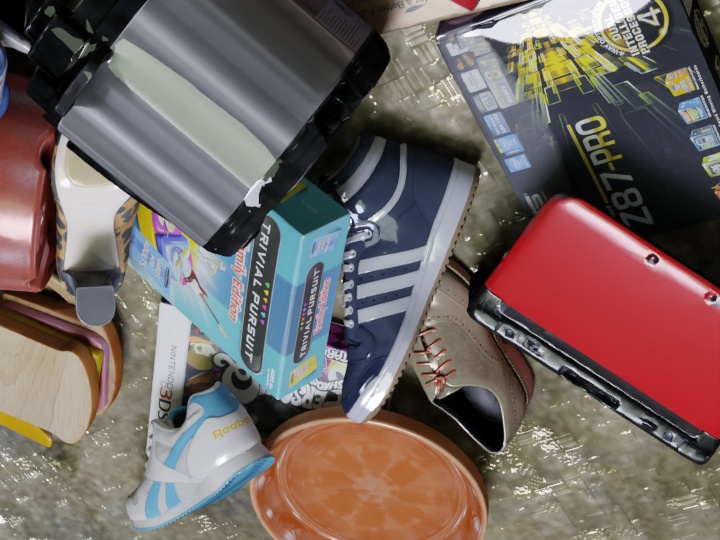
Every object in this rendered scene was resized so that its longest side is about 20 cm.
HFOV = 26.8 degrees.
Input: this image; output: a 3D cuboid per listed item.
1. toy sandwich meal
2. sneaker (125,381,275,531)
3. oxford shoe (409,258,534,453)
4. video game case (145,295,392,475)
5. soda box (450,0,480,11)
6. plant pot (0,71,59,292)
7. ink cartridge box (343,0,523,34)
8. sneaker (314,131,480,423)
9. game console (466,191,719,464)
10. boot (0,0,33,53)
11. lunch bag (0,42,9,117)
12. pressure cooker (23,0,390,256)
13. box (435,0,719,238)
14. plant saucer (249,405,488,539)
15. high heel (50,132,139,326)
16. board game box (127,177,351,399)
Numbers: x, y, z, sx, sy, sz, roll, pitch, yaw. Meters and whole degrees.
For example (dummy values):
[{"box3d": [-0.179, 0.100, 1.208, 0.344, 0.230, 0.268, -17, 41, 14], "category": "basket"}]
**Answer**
[{"box3d": [-0.297, 0.071, 1.259, 0.203, 0.070, 0.206, 7, 129, 9], "category": "toy sandwich meal"}, {"box3d": [-0.141, 0.156, 1.243, 0.200, 0.076, 0.081, -38, 77, 49], "category": "sneaker"}, {"box3d": [0.065, 0.054, 1.147, 0.070, 0.075, 0.200, -29, 115, 33], "category": "oxford shoe"}, {"box3d": [-0.075, 0.106, 1.250, 0.198, 0.036, 0.182, 15, 131, 3], "category": "video game case"}, {"box3d": [-0.005, -0.229, 0.851, 0.199, 0.070, 0.064, 27, 131, -5], "category": "soda box"}, {"box3d": [-0.310, -0.074, 1.083, 0.193, 0.202, 0.202, 9, 130, -3], "category": "plant pot"}, {"box3d": [0.056, -0.243, 0.916, 0.198, 0.075, 0.166, -10, 125, 22], "category": "ink cartridge box"}, {"box3d": [0.000, 0.000, 1.077, 0.108, 0.070, 0.201, 22, 91, -7], "category": "sneaker"}, {"box3d": [0.186, 0.031, 1.059, 0.199, 0.172, 0.119, 33, 101, -2], "category": "game console"}, {"box3d": [-0.265, -0.229, 0.991, 0.095, 0.074, 0.200, 28, 159, 54], "category": "boot"}, {"box3d": [-0.336, -0.140, 0.966, 0.200, 0.160, 0.076, 43, 161, 3], "category": "lunch bag"}, {"box3d": [-0.103, -0.131, 0.913, 0.200, 0.179, 0.176, 39, 172, -8], "category": "pressure cooker"}, {"box3d": [0.164, -0.111, 1.009, 0.160, 0.049, 0.201, -14, 124, 27], "category": "box"}, {"box3d": [0.008, 0.184, 1.248, 0.198, 0.032, 0.201, 7, 131, 8], "category": "plant saucer"}, {"box3d": [-0.187, -0.071, 1.083, 0.071, 0.143, 0.202, 6, 100, -13], "category": "high heel"}, {"box3d": [-0.100, -0.028, 1.079, 0.200, 0.047, 0.152, 39, 137, 30], "category": "board game box"}]
